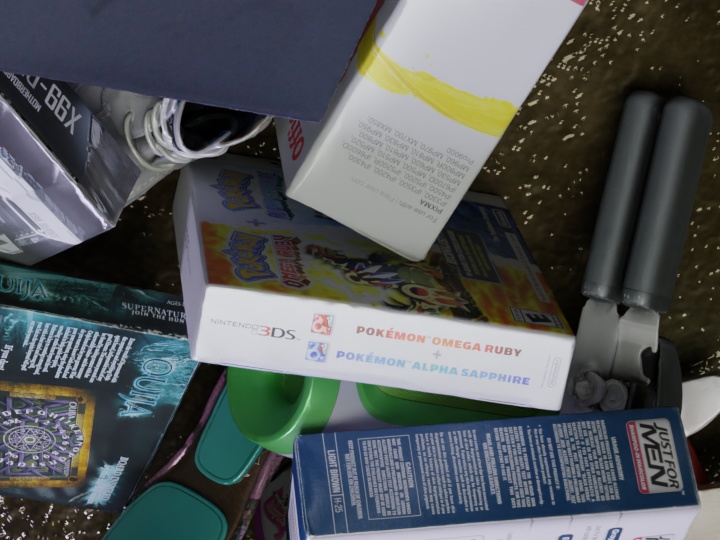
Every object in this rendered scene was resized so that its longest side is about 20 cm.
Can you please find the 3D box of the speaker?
[{"bbox_3d":[0.028,0.067,1.189,0.199,0.089,0.089,11,119,-40],"label":"speaker"}]

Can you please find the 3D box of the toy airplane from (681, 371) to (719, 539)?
[{"bbox_3d":[0.183,0.160,1.257,0.198,0.141,0.201,26,122,-5],"label":"toy airplane"}]

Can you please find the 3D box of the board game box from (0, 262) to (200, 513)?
[{"bbox_3d":[-0.167,0.066,1.181,0.134,0.028,0.200,11,145,-15],"label":"board game box"}]

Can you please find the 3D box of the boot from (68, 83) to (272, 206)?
[{"bbox_3d":[-0.099,-0.082,1.124,0.073,0.096,0.200,37,108,-23],"label":"boot"}]

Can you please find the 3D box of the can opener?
[{"bbox_3d":[0.150,0.005,1.190,0.066,0.052,0.201,7,94,-49],"label":"can opener"}]

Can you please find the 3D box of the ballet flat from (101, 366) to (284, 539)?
[{"bbox_3d":[-0.080,0.124,1.224,0.069,0.071,0.201,30,83,22],"label":"ballet flat"}]

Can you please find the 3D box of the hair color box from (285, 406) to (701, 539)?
[{"bbox_3d":[0.064,0.124,1.136,0.199,0.061,0.100,-3,149,-8],"label":"hair color box"}]

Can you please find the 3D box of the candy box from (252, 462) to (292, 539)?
[{"bbox_3d":[0.026,0.208,1.271,0.061,0.137,0.200,-39,114,14],"label":"candy box"}]

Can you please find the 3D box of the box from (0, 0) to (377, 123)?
[{"bbox_3d":[-0.116,-0.174,0.979,0.196,0.200,0.118,7,120,-38],"label":"box"}]

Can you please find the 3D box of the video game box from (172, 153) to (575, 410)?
[{"bbox_3d":[0.000,0.000,1.121,0.181,0.200,0.047,6,111,-10],"label":"video game box"}]

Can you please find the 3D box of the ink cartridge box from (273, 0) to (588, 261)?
[{"bbox_3d":[0.038,-0.127,1.087,0.083,0.145,0.201,25,112,-17],"label":"ink cartridge box"}]

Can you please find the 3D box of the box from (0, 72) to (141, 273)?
[{"bbox_3d":[-0.235,-0.058,1.108,0.199,0.050,0.158,-21,121,32],"label":"box"}]
